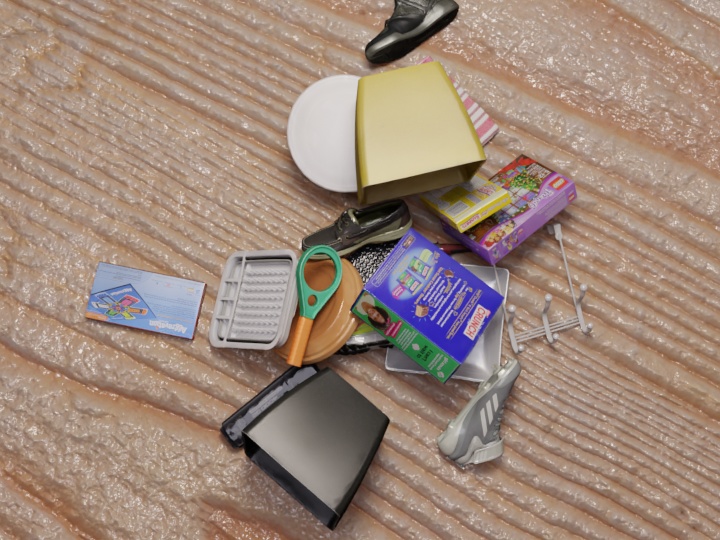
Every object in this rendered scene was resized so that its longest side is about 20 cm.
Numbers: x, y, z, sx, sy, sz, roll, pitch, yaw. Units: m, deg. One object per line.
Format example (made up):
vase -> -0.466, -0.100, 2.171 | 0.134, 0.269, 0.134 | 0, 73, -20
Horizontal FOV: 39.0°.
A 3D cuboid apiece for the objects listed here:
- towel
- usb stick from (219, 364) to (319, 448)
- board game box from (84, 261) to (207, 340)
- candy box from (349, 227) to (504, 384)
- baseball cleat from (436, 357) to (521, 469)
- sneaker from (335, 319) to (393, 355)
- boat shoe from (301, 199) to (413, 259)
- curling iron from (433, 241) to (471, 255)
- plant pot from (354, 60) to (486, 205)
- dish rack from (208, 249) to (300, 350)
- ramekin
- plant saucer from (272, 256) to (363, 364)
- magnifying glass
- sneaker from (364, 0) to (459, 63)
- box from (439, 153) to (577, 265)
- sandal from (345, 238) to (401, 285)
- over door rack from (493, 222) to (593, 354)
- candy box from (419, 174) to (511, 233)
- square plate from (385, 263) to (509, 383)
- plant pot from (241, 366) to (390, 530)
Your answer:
towel -> 0.135, -0.276, 1.840 | 0.146, 0.030, 0.200 | -41, 80, -8
usb stick -> -0.150, 0.225, 1.743 | 0.199, 0.033, 0.056 | -39, 86, -6
board game box -> -0.378, 0.053, 1.796 | 0.197, 0.019, 0.104 | 11, 77, 5
candy box -> 0.111, 0.056, 1.672 | 0.199, 0.077, 0.169 | 37, 52, 5
baseball cleat -> 0.219, 0.243, 1.698 | 0.106, 0.070, 0.200 | 41, 104, 0
sneaker -> 0.000, 0.091, 1.737 | 0.197, 0.078, 0.092 | -8, 72, 12
boat shoe -> -0.010, -0.076, 1.732 | 0.198, 0.067, 0.072 | -15, 38, 1
curling iron -> 0.143, -0.047, 1.785 | 0.197, 0.050, 0.026 | -6, 35, 6
plant pot -> 0.078, -0.226, 1.654 | 0.197, 0.200, 0.179 | -12, 86, -3
dish rack -> -0.172, 0.053, 1.729 | 0.199, 0.043, 0.174 | -2, 71, 47
ramekin -> -0.028, -0.237, 1.783 | 0.199, 0.094, 0.206 | 0, 94, -2
plant saucer -> -0.087, 0.058, 1.726 | 0.198, 0.037, 0.203 | -14, 59, 25
magnifying glass -> -0.082, 0.057, 1.662 | 0.079, 0.022, 0.203 | 19, 85, -29
sneaker -> 0.072, -0.462, 1.858 | 0.199, 0.076, 0.115 | -37, 77, -8
box -> 0.252, -0.108, 1.741 | 0.199, 0.039, 0.137 | -38, 43, -14
sandal -> 0.000, 0.000, 1.776 | 0.200, 0.045, 0.075 | -44, 75, -5
over door rack -> 0.302, 0.025, 1.729 | 0.146, 0.067, 0.203 | -15, 81, -13
candy box -> 0.175, -0.121, 1.726 | 0.101, 0.200, 0.027 | -29, 111, -4
square plate -> 0.151, 0.085, 1.760 | 0.195, 0.028, 0.203 | 7, 78, 5
plant pot -> -0.060, 0.279, 1.654 | 0.199, 0.200, 0.178 | 39, 72, 10
